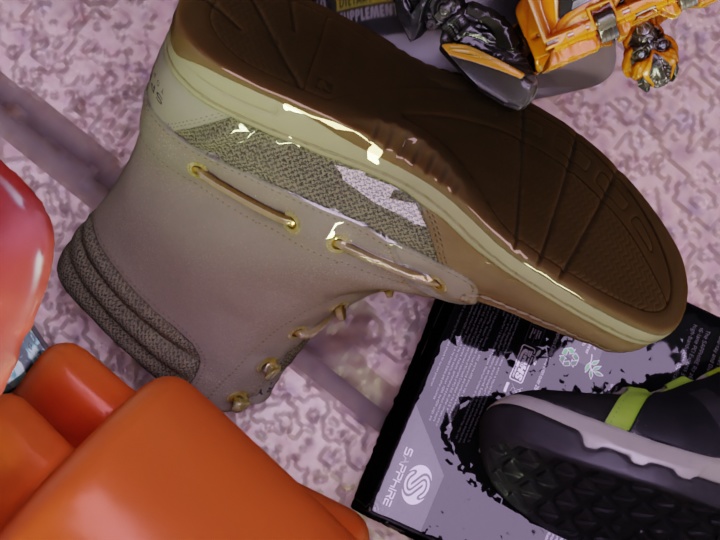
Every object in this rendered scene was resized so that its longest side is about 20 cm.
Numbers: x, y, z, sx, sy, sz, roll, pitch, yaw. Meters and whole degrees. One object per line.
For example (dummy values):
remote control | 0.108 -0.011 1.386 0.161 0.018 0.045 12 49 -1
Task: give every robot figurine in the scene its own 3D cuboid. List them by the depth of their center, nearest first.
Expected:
robot figurine | 0.061 -0.154 0.692 0.144 0.058 0.201 -23 89 1
robot figurine | -0.057 0.117 0.734 0.200 0.144 0.117 43 89 3

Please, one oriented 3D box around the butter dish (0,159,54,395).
butter dish | -0.178 0.013 0.637 0.200 0.148 0.200 32 106 15

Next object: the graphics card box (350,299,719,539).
graphics card box | 0.110 0.075 0.809 0.199 0.051 0.126 24 84 -8

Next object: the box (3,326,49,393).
box | -0.233 0.028 0.765 0.200 0.036 0.145 -34 92 -8

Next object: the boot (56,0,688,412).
boot | 0.000 0.000 0.746 0.199 0.155 0.072 28 43 -6

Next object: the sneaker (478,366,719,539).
sneaker | 0.139 0.062 0.768 0.199 0.072 0.083 13 61 -9

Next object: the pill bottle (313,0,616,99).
pill bottle | 0.033 -0.166 0.779 0.114 0.114 0.201 -3 87 -9
